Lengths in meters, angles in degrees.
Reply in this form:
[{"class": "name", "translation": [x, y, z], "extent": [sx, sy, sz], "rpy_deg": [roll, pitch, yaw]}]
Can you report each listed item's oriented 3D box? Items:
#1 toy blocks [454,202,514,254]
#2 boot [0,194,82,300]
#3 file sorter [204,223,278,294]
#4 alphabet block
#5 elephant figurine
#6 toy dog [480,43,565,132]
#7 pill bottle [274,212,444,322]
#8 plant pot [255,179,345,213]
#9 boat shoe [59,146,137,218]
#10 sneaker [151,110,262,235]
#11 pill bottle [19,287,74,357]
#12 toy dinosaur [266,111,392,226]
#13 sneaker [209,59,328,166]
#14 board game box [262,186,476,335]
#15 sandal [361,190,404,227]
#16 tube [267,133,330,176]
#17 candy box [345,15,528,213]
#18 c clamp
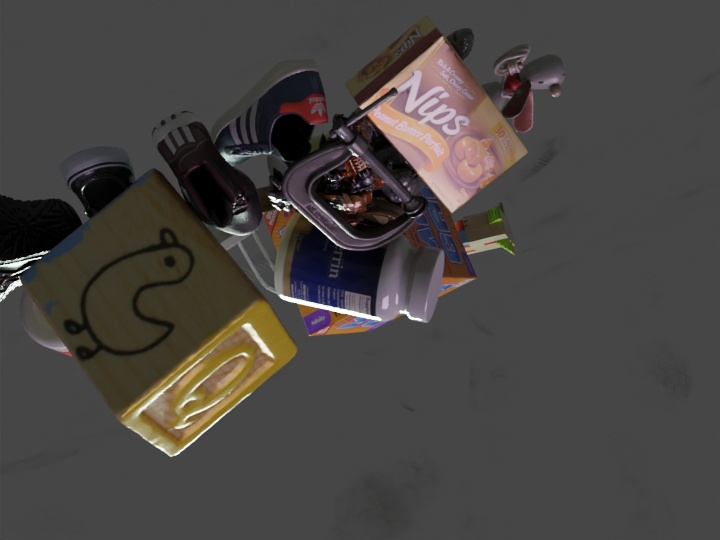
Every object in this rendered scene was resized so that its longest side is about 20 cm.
[{"class": "toy blocks", "translation": [0.223, -0.070, 2.152], "extent": [0.135, 0.101, 0.200], "rpy_deg": [-13, 171, 12]}, {"class": "boot", "translation": [-0.421, -0.014, 1.204], "extent": [0.157, 0.080, 0.211], "rpy_deg": [-27, 168, 24]}, {"class": "file sorter", "translation": [-0.212, 0.031, 1.459], "extent": [0.199, 0.125, 0.139], "rpy_deg": [-35, -160, -15]}, {"class": "alphabet block", "translation": [-0.212, 0.051, 1.190], "extent": [0.195, 0.200, 0.197], "rpy_deg": [-41, 159, -6]}, {"class": "elephant figurine", "translation": [0.089, -0.182, 1.313], "extent": [0.200, 0.142, 0.155], "rpy_deg": [-41, -166, 12]}, {"class": "toy dog", "translation": [0.177, -0.200, 1.428], "extent": [0.199, 0.097, 0.131], "rpy_deg": [-29, 167, 31]}, {"class": "pill bottle", "translation": [0.000, 0.000, 1.386], "extent": [0.198, 0.117, 0.116], "rpy_deg": [11, 173, 11]}, {"class": "plant pot", "translation": [-0.102, -0.098, 1.416], "extent": [0.198, 0.028, 0.200], "rpy_deg": [-13, -172, 2]}, {"class": "boat shoe", "translation": [-0.271, -0.079, 1.208], "extent": [0.072, 0.071, 0.200], "rpy_deg": [-22, 169, 0]}, {"class": "sneaker", "translation": [-0.153, -0.072, 1.184], "extent": [0.075, 0.116, 0.200], "rpy_deg": [-33, 142, 3]}, {"class": "pill bottle", "translation": [-0.391, 0.065, 1.531], "extent": [0.111, 0.113, 0.200], "rpy_deg": [-22, 168, -1]}, {"class": "toy dinosaur", "translation": [-0.030, -0.099, 1.252], "extent": [0.134, 0.202, 0.102], "rpy_deg": [10, -148, 6]}, {"class": "sneaker", "translation": [-0.100, -0.146, 1.192], "extent": [0.074, 0.085, 0.200], "rpy_deg": [-14, 166, -35]}, {"class": "board game box", "translation": [0.015, -0.039, 1.598], "extent": [0.199, 0.201, 0.199], "rpy_deg": [-28, 167, 25]}, {"class": "sandal", "translation": [0.019, -0.085, 1.396], "extent": [0.080, 0.055, 0.200], "rpy_deg": [16, 178, -13]}, {"class": "tube", "translation": [-0.029, -0.153, 1.400], "extent": [0.199, 0.052, 0.058], "rpy_deg": [-17, -155, -39]}, {"class": "candy box", "translation": [0.087, -0.168, 1.209], "extent": [0.115, 0.055, 0.200], "rpy_deg": [-39, 130, 8]}, {"class": "c clamp", "translation": [0.007, -0.093, 1.196], "extent": [0.170, 0.027, 0.200], "rpy_deg": [-24, 139, 16]}]
